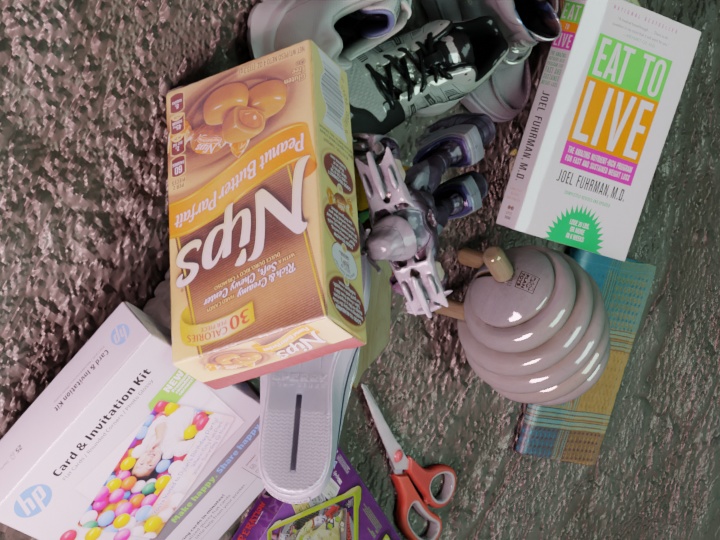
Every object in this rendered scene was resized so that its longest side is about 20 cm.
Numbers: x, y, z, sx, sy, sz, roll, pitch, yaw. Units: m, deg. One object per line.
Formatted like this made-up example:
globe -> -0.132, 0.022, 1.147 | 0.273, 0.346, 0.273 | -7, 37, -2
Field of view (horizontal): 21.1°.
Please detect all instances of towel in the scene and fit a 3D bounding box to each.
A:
towel -> 0.208, 0.079, 1.798 | 0.146, 0.022, 0.202 | 16, 92, -53

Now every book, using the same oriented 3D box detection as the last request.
book -> 0.191, -0.120, 1.580 | 0.133, 0.048, 0.202 | 13, 96, -41

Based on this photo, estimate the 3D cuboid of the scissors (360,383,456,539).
scissors -> 0.031, 0.165, 1.594 | 0.074, 0.014, 0.200 | -61, 144, -15

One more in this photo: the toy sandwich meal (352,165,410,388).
toy sandwich meal -> 0.000, 0.000, 1.412 | 0.205, 0.070, 0.207 | -42, 138, -54

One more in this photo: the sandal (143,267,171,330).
sandal -> -0.080, -0.011, 1.323 | 0.203, 0.082, 0.050 | -49, 118, -14

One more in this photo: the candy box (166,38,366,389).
candy box -> -0.063, -0.036, 1.237 | 0.055, 0.115, 0.202 | 36, 43, -52

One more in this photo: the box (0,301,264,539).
box -> -0.142, 0.123, 1.280 | 0.156, 0.041, 0.200 | -48, 141, 2

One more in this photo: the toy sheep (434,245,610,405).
toy sheep -> 0.138, 0.041, 1.592 | 0.139, 0.137, 0.200 | -62, 142, -16

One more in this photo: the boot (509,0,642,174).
boot -> 0.181, -0.147, 1.636 | 0.155, 0.072, 0.201 | -49, 137, -27

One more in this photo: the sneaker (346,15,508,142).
sneaker -> 0.035, -0.149, 1.403 | 0.200, 0.087, 0.076 | -30, 90, -53

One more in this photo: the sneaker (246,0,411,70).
sneaker -> 0.007, -0.196, 1.366 | 0.200, 0.087, 0.075 | -52, 137, -30

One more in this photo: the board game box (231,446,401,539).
board game box -> -0.027, 0.227, 1.530 | 0.121, 0.032, 0.201 | -59, 141, -27

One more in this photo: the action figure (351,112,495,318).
action figure -> 0.038, -0.041, 1.313 | 0.200, 0.069, 0.131 | -45, 127, -61

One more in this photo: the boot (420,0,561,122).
boot -> 0.114, -0.182, 1.507 | 0.074, 0.095, 0.200 | -58, 141, -21

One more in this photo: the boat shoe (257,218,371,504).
boat shoe -> -0.038, 0.056, 1.292 | 0.067, 0.073, 0.202 | 89, 12, -77
